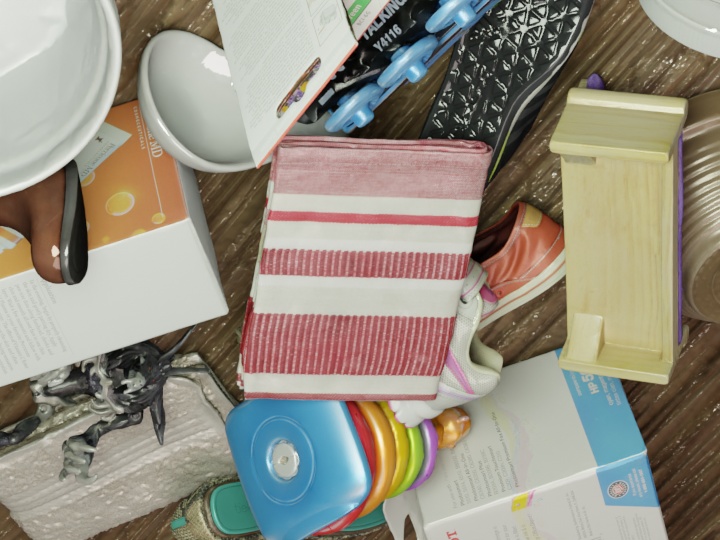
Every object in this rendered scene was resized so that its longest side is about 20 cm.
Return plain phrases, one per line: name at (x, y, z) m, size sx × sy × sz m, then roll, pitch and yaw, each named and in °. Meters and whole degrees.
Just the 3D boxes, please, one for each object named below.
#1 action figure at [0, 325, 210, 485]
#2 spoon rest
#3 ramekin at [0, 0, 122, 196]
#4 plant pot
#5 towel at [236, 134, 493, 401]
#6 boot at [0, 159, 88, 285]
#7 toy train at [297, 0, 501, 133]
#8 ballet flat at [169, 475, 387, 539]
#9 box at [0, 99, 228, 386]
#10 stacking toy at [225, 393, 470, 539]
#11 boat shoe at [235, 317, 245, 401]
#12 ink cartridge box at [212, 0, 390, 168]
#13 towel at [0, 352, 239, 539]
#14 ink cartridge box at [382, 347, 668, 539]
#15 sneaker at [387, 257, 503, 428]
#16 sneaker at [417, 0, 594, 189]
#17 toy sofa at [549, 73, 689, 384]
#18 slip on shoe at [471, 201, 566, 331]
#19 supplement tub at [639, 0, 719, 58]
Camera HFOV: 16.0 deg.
action figure at (-0.207, 0.090, 1.794) m, size 0.199 × 0.102 × 0.119 m, roll -15°, pitch 109°, yaw 5°
spoon rest at (-0.070, -0.094, 1.664) m, size 0.060 × 0.100 × 0.200 m, roll -27°, pitch 148°, yaw 30°
ramekin at (-0.244, -0.151, 1.515) m, size 0.199 × 0.105 × 0.201 m, roll -6°, pitch 126°, yaw -8°
plant pot at (0.268, -0.028, 1.827) m, size 0.200 × 0.093 × 0.201 m, roll -8°, pitch 136°, yaw -8°
towel at (0.000, 0.000, 1.684) m, size 0.143 × 0.023 × 0.201 m, roll 2°, pitch 123°, yaw -14°
boot at (-0.272, -0.043, 1.579) m, size 0.199 × 0.189 × 0.069 m, roll -10°, pitch 136°, yaw -9°
toy train at (0.028, -0.163, 1.600) m, size 0.200 × 0.087 × 0.114 m, roll -43°, pitch 174°, yaw 38°
ballet flat at (-0.061, 0.179, 1.955) m, size 0.199 × 0.068 × 0.075 m, roll -4°, pitch 167°, yaw -39°
box at (-0.201, -0.015, 1.673) m, size 0.199 × 0.125 × 0.098 m, roll -18°, pitch 137°, yaw 1°
stacking toy at (0.011, 0.124, 1.834) m, size 0.116 × 0.110 × 0.199 m, roll -32°, pitch 163°, yaw 38°
boat shoe at (-0.052, 0.056, 1.830) m, size 0.068 × 0.075 × 0.201 m, roll -15°, pitch 139°, yaw -10°
ink cartridge box at (-0.032, -0.156, 1.520) m, size 0.050 × 0.201 × 0.109 m, roll 19°, pitch 127°, yaw -32°
towel at (-0.180, 0.138, 1.907) m, size 0.199 × 0.035 × 0.133 m, roll -25°, pitch 136°, yaw 10°
ink cartridge box at (0.116, 0.160, 1.950) m, size 0.199 × 0.126 × 0.129 m, roll -17°, pitch 137°, yaw 1°
sneaker at (0.047, 0.006, 1.764) m, size 0.088 × 0.081 × 0.201 m, roll -11°, pitch 112°, yaw 14°
sneaker at (0.092, -0.128, 1.700) m, size 0.072 × 0.083 × 0.201 m, roll 35°, pitch 109°, yaw 8°
toy sofa at (0.182, -0.030, 1.752) m, size 0.082 × 0.098 × 0.201 m, roll 7°, pitch 127°, yaw 17°
slip on shoe at (0.061, 0.017, 1.836) m, size 0.200 × 0.074 × 0.061 m, roll -34°, pitch 112°, yaw 20°
supplement tub at (0.247, -0.243, 1.567) m, size 0.131 × 0.132 × 0.201 m, roll -4°, pitch 137°, yaw -13°
